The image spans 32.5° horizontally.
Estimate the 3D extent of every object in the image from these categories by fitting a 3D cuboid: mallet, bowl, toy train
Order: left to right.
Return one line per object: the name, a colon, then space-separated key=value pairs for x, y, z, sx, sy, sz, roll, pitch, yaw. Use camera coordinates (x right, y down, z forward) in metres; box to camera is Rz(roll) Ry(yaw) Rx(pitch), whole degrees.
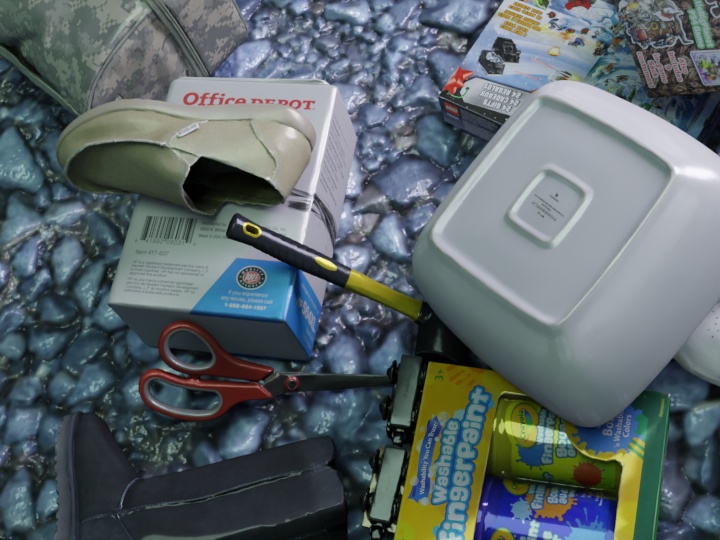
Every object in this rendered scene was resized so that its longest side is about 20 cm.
mallet: x=0.000 y=0.000 z=0.890 sx=0.199 sy=0.041 sz=0.066 roll=32 pitch=63 yaw=-11
toy train: x=0.019 y=0.157 z=0.858 sx=0.034 sy=0.046 sz=0.202 roll=8 pitch=65 yaw=9
bowl: x=0.134 y=-0.027 z=0.805 sx=0.200 sy=0.075 sz=0.200 roll=-50 pitch=49 yaw=0

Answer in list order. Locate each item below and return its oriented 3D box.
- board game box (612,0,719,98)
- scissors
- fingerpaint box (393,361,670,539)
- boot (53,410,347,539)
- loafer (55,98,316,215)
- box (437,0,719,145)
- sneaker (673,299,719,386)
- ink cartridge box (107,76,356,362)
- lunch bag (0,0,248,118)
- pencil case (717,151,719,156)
board game box: x=0.300 y=-0.212 z=0.853 sx=0.198 sy=0.097 sz=0.160 roll=1 pitch=43 yaw=41
scissors: x=-0.063 y=0.089 z=0.913 sx=0.197 sy=0.014 sz=0.074 roll=13 pitch=100 yaw=-6
fingerpaint box: x=0.110 y=0.173 z=0.810 sx=0.165 sy=0.074 sz=0.202 roll=7 pitch=66 yaw=17
boot: x=-0.113 y=0.147 z=0.881 sx=0.198 sy=0.066 sz=0.166 roll=-15 pitch=43 yaw=0
loafer: x=-0.132 y=-0.079 z=0.897 sx=0.197 sy=0.076 sz=0.069 roll=-4 pitch=57 yaw=13
box: x=0.179 y=-0.141 z=0.965 sx=0.199 sy=0.040 sz=0.138 roll=28 pitch=73 yaw=25
sneaker: x=0.288 y=0.036 z=0.777 sx=0.197 sy=0.130 sz=0.080 roll=18 pitch=75 yaw=21
ink cartridge box: x=-0.094 y=-0.043 z=0.961 sx=0.144 sy=0.084 sz=0.202 roll=5 pitch=65 yaw=17
lunch bag: x=-0.221 y=-0.217 z=1.048 sx=0.199 sy=0.140 sz=0.168 roll=38 pitch=78 yaw=28
pencil case: x=0.304 y=-0.082 z=0.851 sx=0.200 sy=0.088 sz=0.087 roll=-41 pitch=62 yaw=-13
